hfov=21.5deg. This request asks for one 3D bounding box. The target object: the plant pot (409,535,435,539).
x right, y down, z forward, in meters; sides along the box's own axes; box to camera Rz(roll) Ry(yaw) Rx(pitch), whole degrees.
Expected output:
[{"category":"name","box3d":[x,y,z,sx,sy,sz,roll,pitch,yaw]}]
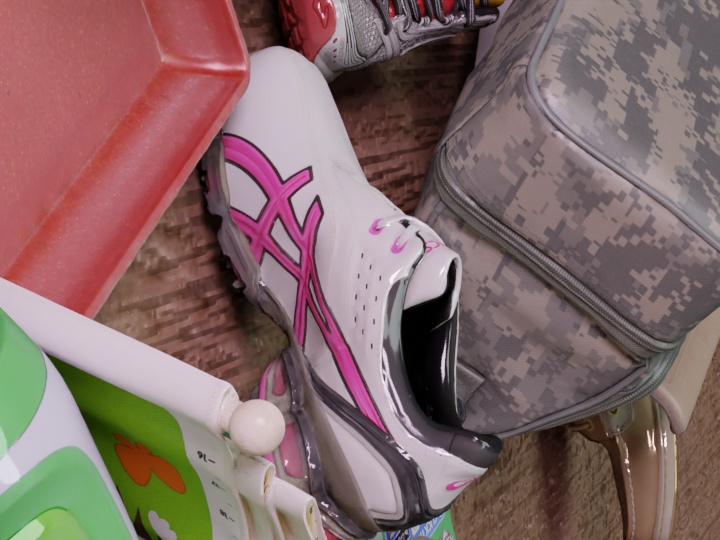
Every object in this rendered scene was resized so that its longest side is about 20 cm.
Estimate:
[{"category":"plant pot","box3d":[0.101,0.218,0.755,0.187,0.199,0.188,9,90,-72]}]

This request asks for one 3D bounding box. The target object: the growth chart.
[{"category":"growth chart","box3d":[-0.055,0.084,0.535,0.018,0.144,0.201,-47,136,-36]}]

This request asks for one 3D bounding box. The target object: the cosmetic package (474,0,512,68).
[{"category":"cosmetic package","box3d":[0.127,-0.130,1.009,0.108,0.085,0.201,39,38,-28]}]

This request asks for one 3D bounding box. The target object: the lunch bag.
[{"category":"lunch bag","box3d":[0.091,-0.035,0.829,0.139,0.168,0.200,37,37,-9]}]

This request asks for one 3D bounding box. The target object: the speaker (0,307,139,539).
[{"category":"speaker","box3d":[-0.089,0.105,0.501,0.089,0.088,0.201,-67,145,-49]}]

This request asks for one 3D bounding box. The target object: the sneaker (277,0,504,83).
[{"category":"sneaker","box3d":[0.019,-0.133,0.830,0.200,0.082,0.078,-44,125,-62]}]

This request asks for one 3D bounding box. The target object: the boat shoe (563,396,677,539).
[{"category":"boat shoe","box3d":[0.142,0.066,1.114,0.074,0.069,0.201,97,-13,-77]}]

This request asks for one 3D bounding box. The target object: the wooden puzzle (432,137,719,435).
[{"category":"wooden puzzle","box3d":[0.124,-0.026,1.034,0.200,0.046,0.185,47,37,-10]}]

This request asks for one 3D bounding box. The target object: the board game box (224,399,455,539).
[{"category":"board game box","box3d":[-0.011,0.106,0.775,0.200,0.029,0.135,-44,126,-63]}]

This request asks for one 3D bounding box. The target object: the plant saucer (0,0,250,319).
[{"category":"plant saucer","box3d":[-0.107,-0.098,0.573,0.200,0.037,0.201,-64,142,-52]}]

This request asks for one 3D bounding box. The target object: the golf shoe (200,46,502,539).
[{"category":"golf shoe","box3d":[0.000,0.000,0.706,0.073,0.092,0.201,19,51,-55]}]
